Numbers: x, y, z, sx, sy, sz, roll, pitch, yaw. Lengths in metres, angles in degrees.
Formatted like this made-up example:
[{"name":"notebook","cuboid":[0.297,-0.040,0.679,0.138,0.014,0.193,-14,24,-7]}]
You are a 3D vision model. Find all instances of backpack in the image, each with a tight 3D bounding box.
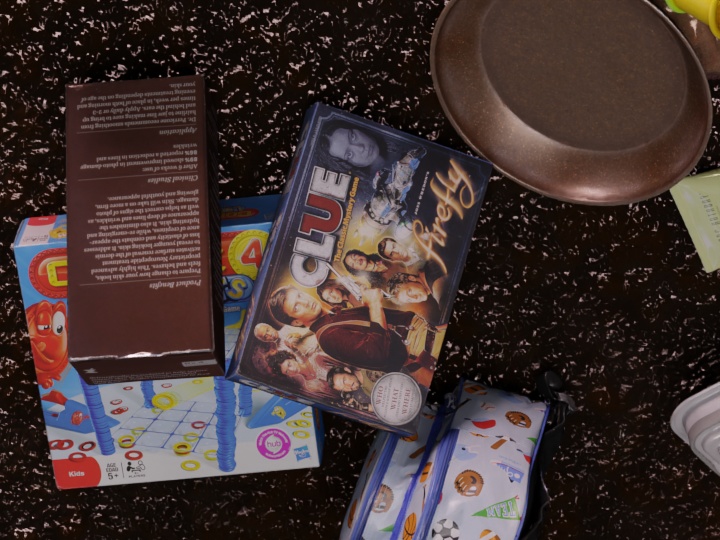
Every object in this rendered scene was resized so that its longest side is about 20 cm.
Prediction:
[{"name":"backpack","cuboid":[0.065,0.183,1.733,0.154,0.191,0.200,11,114,-2]}]

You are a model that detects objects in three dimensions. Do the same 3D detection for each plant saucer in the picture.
[{"name":"plant saucer","cuboid":[0.146,-0.133,1.647,0.200,0.037,0.200,15,136,15]}]

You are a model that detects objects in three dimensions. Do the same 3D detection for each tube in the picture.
[{"name":"tube","cuboid":[0.322,-0.063,1.700,0.200,0.052,0.058,-20,71,15]}]

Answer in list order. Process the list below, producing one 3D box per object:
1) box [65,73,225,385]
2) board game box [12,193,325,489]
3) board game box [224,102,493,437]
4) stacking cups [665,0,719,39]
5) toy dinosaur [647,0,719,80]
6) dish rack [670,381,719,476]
[{"name":"box","cuboid":[-0.146,-0.027,1.658,0.100,0.075,0.200,-3,72,4]},{"name":"board game box","cuboid":[-0.136,0.052,1.757,0.200,0.056,0.196,-6,113,4]},{"name":"board game box","cuboid":[0.000,0.000,1.680,0.135,0.035,0.200,18,79,-12]},{"name":"stacking cups","cuboid":[0.172,-0.217,1.569,0.200,0.060,0.061,35,117,33]},{"name":"toy dinosaur","cuboid":[0.250,-0.160,1.645,0.200,0.086,0.136,-2,120,9]},{"name":"dish rack","cuboid":[0.338,0.107,1.725,0.200,0.044,0.172,-29,139,20]}]
